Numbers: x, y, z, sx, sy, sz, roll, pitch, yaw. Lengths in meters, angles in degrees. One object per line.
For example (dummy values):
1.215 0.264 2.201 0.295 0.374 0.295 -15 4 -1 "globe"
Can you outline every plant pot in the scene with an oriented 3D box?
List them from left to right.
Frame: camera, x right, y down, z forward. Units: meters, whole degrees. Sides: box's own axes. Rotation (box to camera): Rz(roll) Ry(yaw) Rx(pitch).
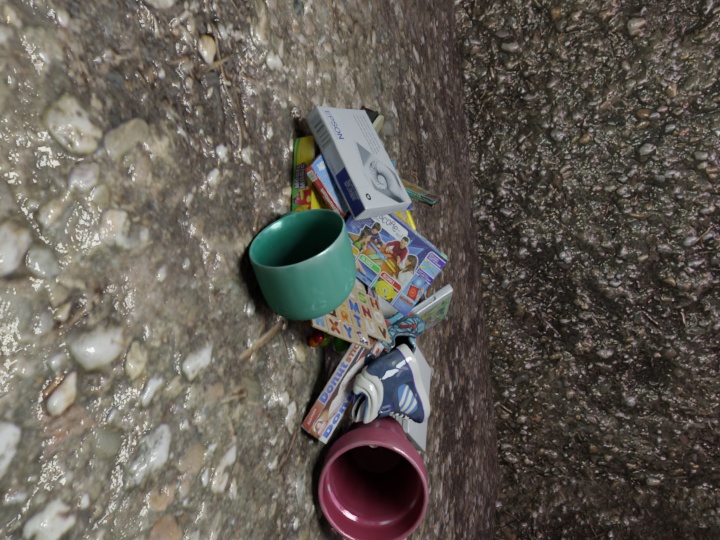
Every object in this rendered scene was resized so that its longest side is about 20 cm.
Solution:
0.027 0.366 1.004 0.179 0.192 0.208 -70 153 -77 "plant pot"

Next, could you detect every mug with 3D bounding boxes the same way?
-0.075 -0.011 0.810 0.187 0.146 0.118 -65 146 -50 "mug"

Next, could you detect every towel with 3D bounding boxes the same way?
0.074 -0.184 1.119 0.022 0.194 0.147 -67 171 18 "towel"

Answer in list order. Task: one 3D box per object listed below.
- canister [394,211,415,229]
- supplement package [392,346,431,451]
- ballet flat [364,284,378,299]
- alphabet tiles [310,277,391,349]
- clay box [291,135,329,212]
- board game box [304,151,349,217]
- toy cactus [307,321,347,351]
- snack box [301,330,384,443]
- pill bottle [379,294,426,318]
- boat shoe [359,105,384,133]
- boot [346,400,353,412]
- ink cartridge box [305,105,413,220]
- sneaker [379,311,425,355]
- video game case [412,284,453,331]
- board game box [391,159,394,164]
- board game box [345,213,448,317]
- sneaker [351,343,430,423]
0.054 -0.103 1.117 0.153 0.084 0.200 65 14 -6 "canister"
0.094 0.303 1.276 0.157 0.107 0.206 56 37 -52 "supplement package"
0.000 0.000 1.143 0.062 0.066 0.209 -9 94 -38 "ballet flat"
-0.024 0.058 0.933 0.197 0.008 0.171 28 33 -39 "alphabet tiles"
-0.077 -0.148 0.967 0.114 0.046 0.209 26 62 -64 "clay box"
-0.028 -0.185 0.968 0.104 0.019 0.202 55 36 -20 "board game box"
-0.042 0.063 0.995 0.198 0.099 0.172 8 70 -61 "toy cactus"
-0.029 0.203 0.954 0.203 0.024 0.072 -57 144 -14 "snack box"
0.099 0.075 1.325 0.199 0.109 0.118 27 62 -67 "pill bottle"
-0.015 -0.278 1.148 0.204 0.062 0.074 -60 176 -37 "boat shoe"
0.040 0.236 1.081 0.073 0.152 0.201 -58 -179 32 "boot"
0.015 -0.196 0.963 0.197 0.040 0.205 -16 77 -52 "ink cartridge box"
0.085 0.146 1.122 0.196 0.095 0.082 -9 126 -49 "sneaker"
0.139 0.123 1.295 0.022 0.178 0.201 54 -10 21 "video game case"
0.046 -0.185 1.311 0.199 0.043 0.159 -32 117 -66 "board game box"
0.050 -0.030 1.009 0.137 0.198 0.034 -51 180 13 "board game box"
0.046 0.240 0.983 0.144 0.080 0.205 -30 131 -17 "sneaker"
